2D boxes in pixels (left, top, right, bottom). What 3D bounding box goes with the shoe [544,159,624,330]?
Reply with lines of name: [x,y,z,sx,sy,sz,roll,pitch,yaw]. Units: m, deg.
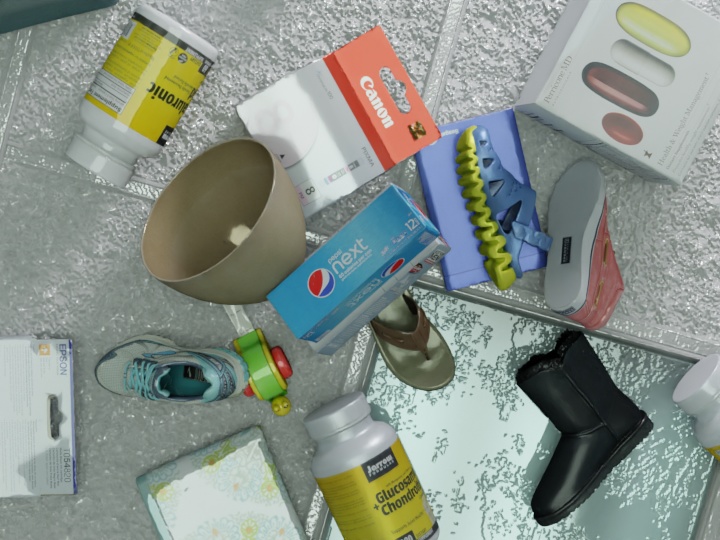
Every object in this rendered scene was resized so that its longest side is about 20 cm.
shoe: [0.279,-0.029,1.760,0.091,0.071,0.201,30,63,-45]

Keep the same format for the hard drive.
hard drive: [0.146,-0.088,1.765,0.131,0.025,0.201,-14,95,-2]

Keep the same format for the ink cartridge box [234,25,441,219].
ink cartridge box: [-0.027,-0.178,1.726,0.199,0.057,0.163,-29,95,13]

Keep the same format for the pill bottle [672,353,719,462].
pill bottle: [0.484,0.198,1.763,0.200,0.112,0.112,43,91,-5]

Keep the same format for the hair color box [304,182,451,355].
hair color box: [0.000,0.000,1.718,0.200,0.061,0.099,-42,73,10]

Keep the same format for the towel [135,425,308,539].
towel: [-0.164,0.314,1.773,0.170,0.048,0.201,-23,95,-4]

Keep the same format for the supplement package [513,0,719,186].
supplement package: [0.322,-0.232,1.702,0.199,0.147,0.192,27,93,-6]

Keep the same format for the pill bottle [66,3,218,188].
pill bottle: [-0.264,-0.203,1.693,0.111,0.111,0.201,32,93,-5]

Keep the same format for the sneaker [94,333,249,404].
sneaker: [-0.238,0.121,1.711,0.199,0.086,0.078,-1,98,22]

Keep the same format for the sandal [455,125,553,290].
sandal: [0.172,-0.082,1.721,0.087,0.079,0.201,-20,104,-5]

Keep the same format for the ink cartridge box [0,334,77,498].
ink cartridge box: [-0.445,0.179,1.748,0.199,0.041,0.201,0,94,-3]

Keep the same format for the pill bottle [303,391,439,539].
pill bottle: [0.008,0.255,1.735,0.112,0.112,0.201,-25,96,-1]

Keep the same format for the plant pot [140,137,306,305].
plant pot: [-0.140,-0.037,1.689,0.200,0.200,0.134,-46,129,1]

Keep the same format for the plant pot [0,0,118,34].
plant pot: [-0.404,-0.387,1.627,0.195,0.200,0.197,-15,95,-1]

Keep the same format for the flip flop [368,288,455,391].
flip flop: [0.049,0.059,1.755,0.081,0.058,0.201,-26,93,-5]

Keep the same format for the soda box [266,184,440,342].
soda box: [-0.008,-0.006,1.655,0.200,0.064,0.068,-41,73,10]

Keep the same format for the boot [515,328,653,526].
boot: [0.243,0.191,1.766,0.200,0.076,0.168,-43,99,-6]

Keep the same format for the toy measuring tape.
toy measuring tape: [-0.136,0.089,1.743,0.073,0.074,0.201,-26,96,-1]
